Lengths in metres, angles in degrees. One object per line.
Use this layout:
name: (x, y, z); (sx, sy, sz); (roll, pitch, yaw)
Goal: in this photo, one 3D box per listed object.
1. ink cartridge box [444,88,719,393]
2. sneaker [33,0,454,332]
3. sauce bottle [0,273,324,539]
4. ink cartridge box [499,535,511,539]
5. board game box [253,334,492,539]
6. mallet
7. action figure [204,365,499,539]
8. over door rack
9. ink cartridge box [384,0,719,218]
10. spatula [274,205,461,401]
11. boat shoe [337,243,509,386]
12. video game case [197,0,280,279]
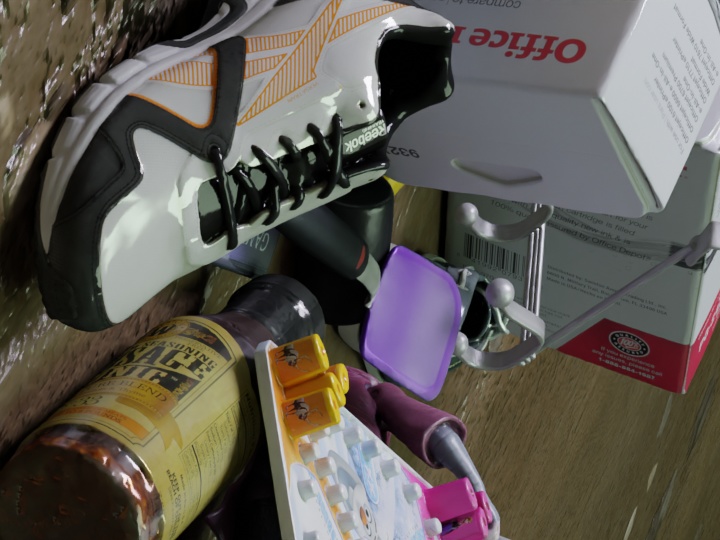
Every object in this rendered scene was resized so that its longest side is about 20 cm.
ink cartridge box: (0.124, -0.046, 1.483); (0.201, 0.144, 0.084); (92, 24, -50)
sneaker: (-0.038, -0.047, 0.987); (0.200, 0.080, 0.074); (-48, 149, -37)
sauce bottle: (-0.069, 0.054, 1.072); (0.200, 0.066, 0.066); (-47, 153, -62)
ink cartridge box: (0.032, 0.201, 1.468); (0.200, 0.146, 0.083); (85, 27, -60)
board game box: (0.024, 0.147, 1.093); (0.200, 0.026, 0.201); (45, 30, -57)
mallet: (0.015, -0.037, 1.322); (0.200, 0.041, 0.066); (-49, 154, -64)
action figure: (-0.025, 0.090, 1.279); (0.149, 0.133, 0.200); (58, 20, -15)
over door rack: (0.105, -0.051, 1.287); (0.200, 0.066, 0.149); (-25, -128, 51)
ink cartridge box: (0.090, -0.134, 1.218); (0.201, 0.144, 0.084); (-64, 143, -24)
spatula: (0.000, 0.000, 1.198); (0.200, 0.020, 0.057); (44, 61, -62)
boat shoe: (0.041, 0.030, 1.440); (0.200, 0.061, 0.073); (33, 79, -75)
video game case: (-0.029, -0.099, 1.107); (0.143, 0.019, 0.201); (22, 88, -75)
